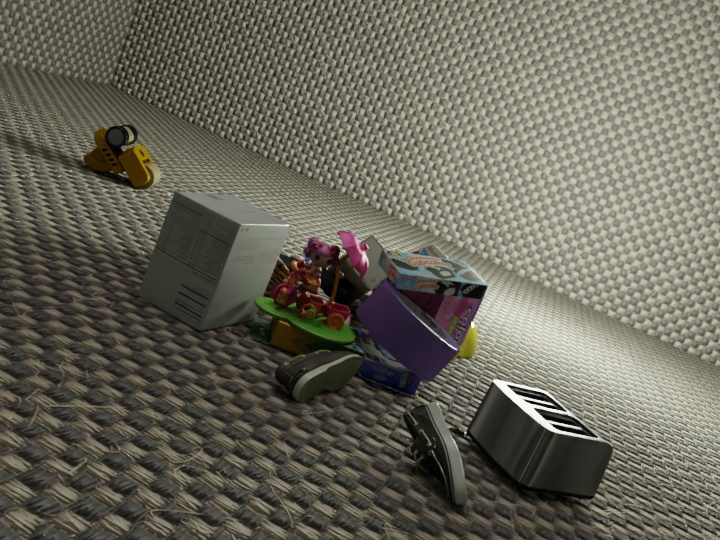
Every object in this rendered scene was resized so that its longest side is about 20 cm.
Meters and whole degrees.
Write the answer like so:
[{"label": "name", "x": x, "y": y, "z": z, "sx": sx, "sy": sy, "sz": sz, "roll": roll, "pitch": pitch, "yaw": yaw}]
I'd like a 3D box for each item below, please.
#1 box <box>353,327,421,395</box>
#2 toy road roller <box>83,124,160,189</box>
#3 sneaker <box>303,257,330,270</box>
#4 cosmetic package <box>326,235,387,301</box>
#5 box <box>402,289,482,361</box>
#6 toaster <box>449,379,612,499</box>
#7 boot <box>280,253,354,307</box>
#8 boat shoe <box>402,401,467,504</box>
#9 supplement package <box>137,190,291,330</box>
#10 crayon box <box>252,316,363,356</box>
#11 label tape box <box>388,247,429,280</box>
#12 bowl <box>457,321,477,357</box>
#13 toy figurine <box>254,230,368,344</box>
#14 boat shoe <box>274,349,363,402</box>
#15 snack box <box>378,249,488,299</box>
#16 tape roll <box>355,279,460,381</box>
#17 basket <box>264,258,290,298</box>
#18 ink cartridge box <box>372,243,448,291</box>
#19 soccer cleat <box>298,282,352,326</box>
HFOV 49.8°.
[{"label": "box", "x": 0.045, "y": 0.176, "z": 1.498, "sx": 0.119, "sy": 0.042, "sz": 0.200, "roll": 21, "pitch": 10, "yaw": -12}, {"label": "toy road roller", "x": -0.656, "y": -0.296, "z": 2.114, "sx": 0.200, "sy": 0.146, "sz": 0.123, "roll": 59, "pitch": 6, "yaw": -12}, {"label": "sneaker", "x": -0.067, "y": 0.008, "z": 1.944, "sx": 0.078, "sy": 0.070, "sz": 0.200, "roll": 24, "pitch": 9, "yaw": 36}, {"label": "cosmetic package", "x": 0.000, "y": 0.000, "z": 1.790, "sx": 0.103, "sy": 0.087, "sz": 0.200, "roll": 53, "pitch": -18, "yaw": -1}, {"label": "box", "x": 0.159, "y": 0.106, "z": 1.688, "sx": 0.097, "sy": 0.176, "sz": 0.200, "roll": 30, "pitch": 13, "yaw": 30}, {"label": "toaster", "x": 0.291, "y": 0.284, "z": 1.304, "sx": 0.200, "sy": 0.119, "sz": 0.181, "roll": 16, "pitch": 13, "yaw": -29}, {"label": "boot", "x": -0.128, "y": 0.022, "z": 1.749, "sx": 0.168, "sy": 0.077, "sz": 0.200, "roll": 15, "pitch": 12, "yaw": -37}, {"label": "boat shoe", "x": 0.109, "y": 0.274, "z": 1.152, "sx": 0.064, "sy": 0.071, "sz": 0.200, "roll": -11, "pitch": 27, "yaw": -5}, {"label": "supplement package", "x": -0.259, "y": -0.021, "z": 1.395, "sx": 0.147, "sy": 0.200, "sz": 0.191, "roll": 27, "pitch": 12, "yaw": 18}, {"label": "crayon box", "x": -0.098, "y": 0.119, "z": 1.447, "sx": 0.200, "sy": 0.052, "sz": 0.126, "roll": 21, "pitch": 12, "yaw": -11}, {"label": "label tape box", "x": 0.087, "y": 0.039, "z": 1.781, "sx": 0.063, "sy": 0.200, "sz": 0.144, "roll": 22, "pitch": 12, "yaw": -8}, {"label": "bowl", "x": 0.208, "y": 0.118, "z": 1.895, "sx": 0.200, "sy": 0.108, "sz": 0.200, "roll": 22, "pitch": 11, "yaw": -5}, {"label": "toy figurine", "x": -0.068, "y": 0.010, "z": 1.409, "sx": 0.200, "sy": 0.184, "sz": 0.150, "roll": 20, "pitch": 13, "yaw": -14}, {"label": "boat shoe", "x": -0.064, "y": 0.161, "z": 1.277, "sx": 0.061, "sy": 0.072, "sz": 0.201, "roll": 33, "pitch": 17, "yaw": 23}, {"label": "snack box", "x": 0.146, "y": 0.008, "z": 1.578, "sx": 0.200, "sy": 0.037, "sz": 0.116, "roll": 8, "pitch": 23, "yaw": -22}, {"label": "tape roll", "x": 0.091, "y": 0.114, "z": 1.489, "sx": 0.200, "sy": 0.085, "sz": 0.200, "roll": 43, "pitch": 6, "yaw": -6}, {"label": "basket", "x": -0.230, "y": -0.034, "z": 1.631, "sx": 0.143, "sy": 0.149, "sz": 0.200, "roll": 12, "pitch": 15, "yaw": -42}, {"label": "ink cartridge box", "x": 0.126, "y": 0.018, "z": 1.972, "sx": 0.200, "sy": 0.083, "sz": 0.147, "roll": -21, "pitch": 20, "yaw": -4}, {"label": "soccer cleat", "x": -0.105, "y": 0.066, "z": 1.632, "sx": 0.200, "sy": 0.069, "sz": 0.085, "roll": 35, "pitch": 12, "yaw": 28}]
